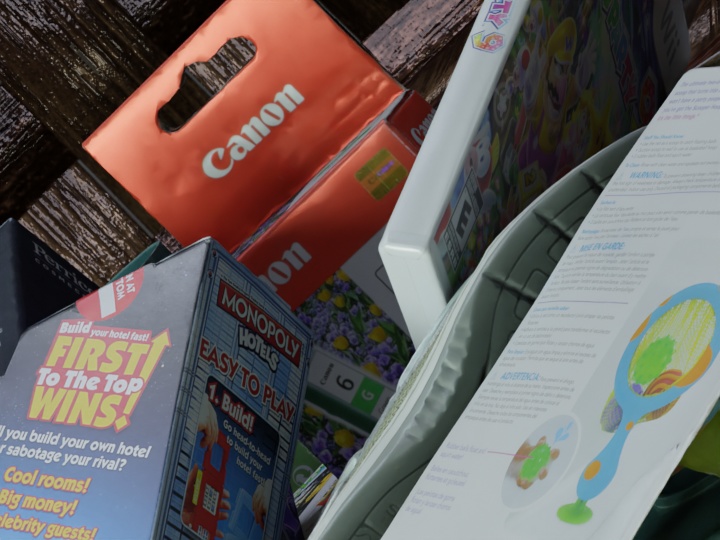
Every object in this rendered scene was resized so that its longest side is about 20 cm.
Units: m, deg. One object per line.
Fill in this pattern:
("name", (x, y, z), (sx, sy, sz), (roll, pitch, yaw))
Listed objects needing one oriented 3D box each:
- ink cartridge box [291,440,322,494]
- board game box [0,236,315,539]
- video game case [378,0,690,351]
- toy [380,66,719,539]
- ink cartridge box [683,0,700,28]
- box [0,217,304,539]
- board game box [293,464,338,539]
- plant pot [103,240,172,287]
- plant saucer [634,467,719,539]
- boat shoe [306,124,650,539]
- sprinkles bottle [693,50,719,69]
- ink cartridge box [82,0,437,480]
("ink cartridge box", (-0.027, 0.090, 1.195), (0.200, 0.059, 0.104), (-46, 6, -10))
("board game box", (-0.102, 0.087, 0.779), (0.200, 0.062, 0.200), (5, 63, 37))
("video game case", (0.061, -0.042, 0.858), (0.143, 0.018, 0.200), (69, -143, -50))
("toy", (0.072, 0.037, 0.684), (0.200, 0.047, 0.115), (-53, 22, -14))
("ink cartridge box", (0.087, -0.071, 1.069), (0.200, 0.050, 0.161), (46, -113, -81))
("box", (-0.101, 0.098, 0.956), (0.104, 0.148, 0.200), (-43, 28, 14))
("board game box", (0.000, 0.098, 1.074), (0.200, 0.035, 0.126), (-46, 7, -12))
("plant pot", (-0.132, 0.101, 1.461), (0.200, 0.135, 0.200), (-44, 6, 6))
("plant saucer", (0.109, 0.047, 0.732), (0.200, 0.027, 0.200), (-44, 7, 7))
("boat shoe", (0.042, 0.042, 0.764), (0.202, 0.074, 0.065), (-54, 9, -12))
("sprinkles bottle", (0.156, -0.058, 0.929), (0.068, 0.068, 0.200), (-48, 6, -29))
("ink cartridge box", (0.000, 0.000, 0.947), (0.109, 0.200, 0.050), (-43, 5, 21))
